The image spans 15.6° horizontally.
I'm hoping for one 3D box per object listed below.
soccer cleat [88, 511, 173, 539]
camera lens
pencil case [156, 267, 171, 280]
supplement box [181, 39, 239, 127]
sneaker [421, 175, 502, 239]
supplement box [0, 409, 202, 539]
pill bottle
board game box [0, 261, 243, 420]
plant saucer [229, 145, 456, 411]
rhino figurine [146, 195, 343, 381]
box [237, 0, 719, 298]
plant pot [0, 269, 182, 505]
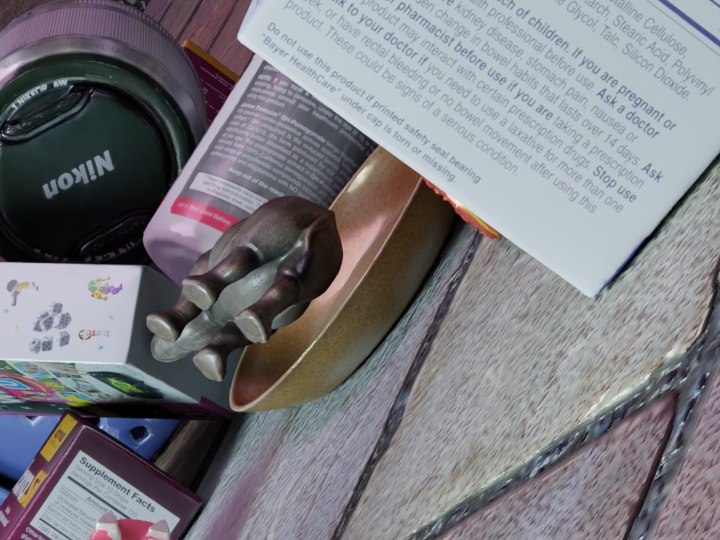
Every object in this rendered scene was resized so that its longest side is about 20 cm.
[{"bbox_3d":[-0.132,0.210,1.329,0.200,0.066,0.077,-78,-7,-50],"label":"soccer cleat"},{"bbox_3d":[-0.176,-0.084,1.666,0.160,0.160,0.200,-53,13,10],"label":"camera lens"},{"bbox_3d":[-0.077,-0.034,1.734,0.085,0.084,0.200,-24,25,22],"label":"pencil case"},{"bbox_3d":[-0.150,-0.073,2.081,0.131,0.103,0.200,-49,13,24],"label":"supplement box"},{"bbox_3d":[0.063,-0.080,1.293,0.077,0.073,0.200,-40,19,20],"label":"sneaker"},{"bbox_3d":[-0.187,0.189,1.523,0.200,0.086,0.110,-56,11,-6],"label":"supplement box"},{"bbox_3d":[-0.035,-0.071,1.571,0.200,0.111,0.111,-59,12,-17],"label":"pill bottle"},{"bbox_3d":[-0.189,0.042,1.549,0.148,0.199,0.065,38,-123,-62],"label":"board game box"},{"bbox_3d":[0.000,0.000,1.410,0.200,0.035,0.200,-53,11,15],"label":"plant saucer"},{"bbox_3d":[-0.066,0.013,1.401,0.087,0.060,0.200,-45,5,-24],"label":"rhino figurine"},{"bbox_3d":[0.083,-0.130,1.055,0.200,0.184,0.105,-50,10,22],"label":"box"},{"bbox_3d":[-0.222,0.066,1.766,0.180,0.200,0.200,-60,10,11],"label":"plant pot"}]
